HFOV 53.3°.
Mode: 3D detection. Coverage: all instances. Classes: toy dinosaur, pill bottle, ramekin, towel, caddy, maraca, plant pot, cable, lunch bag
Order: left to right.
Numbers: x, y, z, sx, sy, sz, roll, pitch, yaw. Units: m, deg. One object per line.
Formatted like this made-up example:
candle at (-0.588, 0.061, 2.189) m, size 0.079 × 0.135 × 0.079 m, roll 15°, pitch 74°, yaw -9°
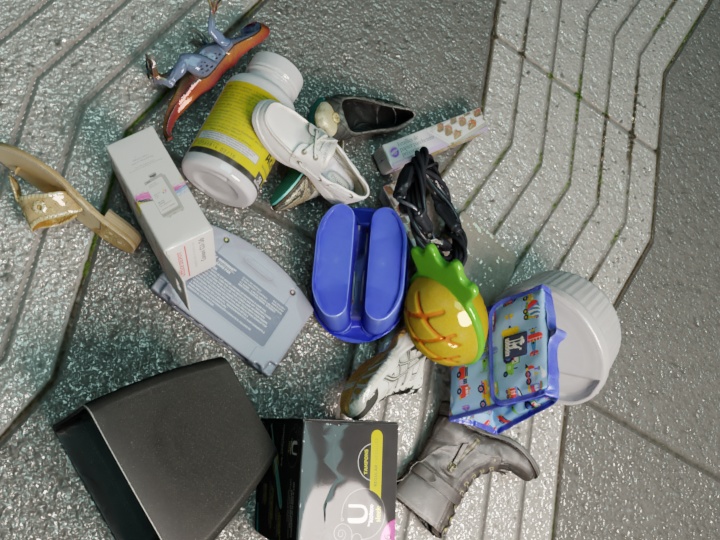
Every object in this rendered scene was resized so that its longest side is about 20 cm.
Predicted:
plant pot at (-0.221, 0.214, 0.853) m, size 0.176 × 0.199 × 0.201 m, roll -30°, pitch 91°, yaw -37°
toy dinosaur at (-0.207, -0.291, 1.007) m, size 0.179 × 0.105 × 0.203 m, roll -12°, pitch 98°, yaw -20°
pill bottle at (-0.156, -0.199, 0.996) m, size 0.110 × 0.111 × 0.202 m, roll 29°, pitch 70°, yaw -14°
caddy at (0.000, 0.000, 1.027) m, size 0.139 × 0.105 × 0.203 m, roll 5°, pitch 76°, yaw 1°
cable at (0.112, -0.092, 1.050) m, size 0.164 × 0.050 × 0.201 m, roll 51°, pitch 28°, yaw -21°
maraca at (0.114, 0.049, 0.962) m, size 0.136 × 0.202 × 0.107 m, roll 32°, pitch 57°, yaw 34°
towel at (0.156, 0.018, 1.125) m, size 0.132 × 0.034 × 0.201 m, roll 39°, pitch 69°, yaw -10°
lunch bag at (0.213, 0.122, 0.984) m, size 0.093 × 0.200 × 0.153 m, roll 18°, pitch 59°, yaw -22°
ramekin at (0.298, 0.093, 1.086) m, size 0.094 × 0.202 × 0.204 m, roll -33°, pitch 93°, yaw -36°

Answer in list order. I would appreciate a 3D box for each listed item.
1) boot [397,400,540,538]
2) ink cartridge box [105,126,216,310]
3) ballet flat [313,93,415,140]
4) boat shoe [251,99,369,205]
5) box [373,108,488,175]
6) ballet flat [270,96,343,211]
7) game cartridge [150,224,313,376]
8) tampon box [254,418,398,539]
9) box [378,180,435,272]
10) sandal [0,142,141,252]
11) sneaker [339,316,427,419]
boot at (0.149, 0.309, 1.049) m, size 0.198 × 0.069 × 0.175 m, roll 32°, pitch 69°, yaw -2°
ink cartridge box at (-0.238, -0.062, 0.902) m, size 0.067 × 0.117 × 0.202 m, roll -27°, pitch 75°, yaw -18°
ballet flat at (0.005, -0.232, 1.062) m, size 0.199 × 0.056 × 0.068 m, roll -19°, pitch 102°, yaw -48°
boat shoe at (-0.059, -0.161, 0.969) m, size 0.199 × 0.069 × 0.072 m, roll 37°, pitch 69°, yaw -36°
box at (0.114, -0.206, 1.140) m, size 0.198 × 0.041 × 0.039 m, roll -25°, pitch 89°, yaw -26°
ballet flat at (-0.063, -0.160, 1.057) m, size 0.075 × 0.067 × 0.202 m, roll 33°, pitch 66°, yaw -30°
game cartridge at (-0.168, 0.033, 0.986) m, size 0.199 × 0.041 × 0.134 m, roll 39°, pitch 71°, yaw -11°
tampon box at (-0.047, 0.263, 0.899) m, size 0.124 × 0.200 × 0.153 m, roll 7°, pitch 77°, yaw -21°
box at (0.089, -0.041, 1.081) m, size 0.038 × 0.042 × 0.202 m, roll -23°, pitch 75°, yaw -15°
sandal at (-0.381, -0.072, 0.895) m, size 0.211 × 0.077 × 0.070 m, roll 36°, pitch 62°, yaw -18°
sneaker at (0.049, 0.150, 1.010) m, size 0.088 × 0.075 × 0.200 m, roll 54°, pitch 47°, yaw -12°
